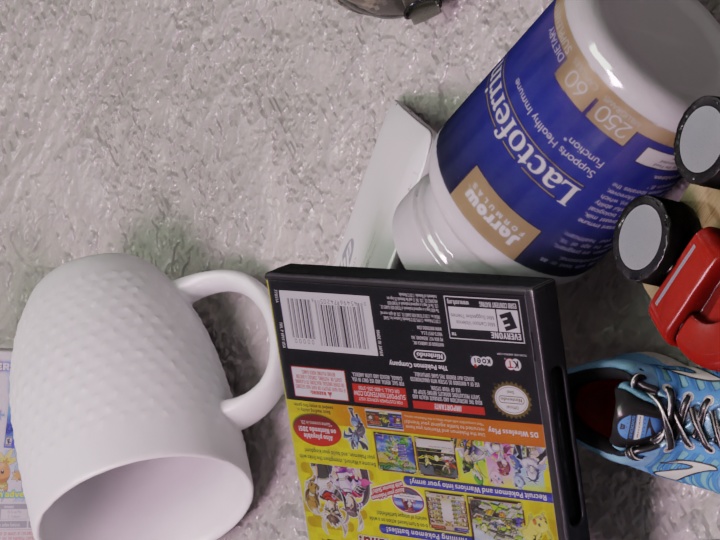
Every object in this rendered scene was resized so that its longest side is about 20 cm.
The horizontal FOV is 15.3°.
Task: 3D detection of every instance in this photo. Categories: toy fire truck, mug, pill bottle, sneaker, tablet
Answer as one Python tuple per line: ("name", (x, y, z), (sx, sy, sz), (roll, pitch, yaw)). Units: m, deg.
("toy fire truck", (0.246, -0.002, 1.338), (0.177, 0.128, 0.201), (-59, 38, 28))
("mug", (-0.136, 0.074, 1.766), (0.199, 0.148, 0.176), (-25, 58, 14))
("pill bottle", (0.110, -0.065, 1.477), (0.200, 0.115, 0.116), (-48, 53, 37))
("sneaker", (0.174, 0.087, 1.420), (0.199, 0.090, 0.079), (5, 92, 47))
("tablet", (0.000, 0.000, 1.633), (0.130, 0.014, 0.201), (-128, 56, -74))

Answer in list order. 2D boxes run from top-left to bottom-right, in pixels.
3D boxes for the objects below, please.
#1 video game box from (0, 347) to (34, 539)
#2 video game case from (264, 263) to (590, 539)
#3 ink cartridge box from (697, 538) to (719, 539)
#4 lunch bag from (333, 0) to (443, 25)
("video game box", (-0.262, 0.144, 1.847), (0.047, 0.199, 0.184), (8, 93, 51))
("video game case", (0.037, 0.090, 1.494), (0.199, 0.025, 0.182), (3, 107, 42))
("ink cartridge box", (0.189, 0.259, 1.397), (0.145, 0.083, 0.201), (53, 126, 36))
("lunch bag", (-0.005, -0.264, 1.610), (0.168, 0.138, 0.201), (72, 176, -66))
